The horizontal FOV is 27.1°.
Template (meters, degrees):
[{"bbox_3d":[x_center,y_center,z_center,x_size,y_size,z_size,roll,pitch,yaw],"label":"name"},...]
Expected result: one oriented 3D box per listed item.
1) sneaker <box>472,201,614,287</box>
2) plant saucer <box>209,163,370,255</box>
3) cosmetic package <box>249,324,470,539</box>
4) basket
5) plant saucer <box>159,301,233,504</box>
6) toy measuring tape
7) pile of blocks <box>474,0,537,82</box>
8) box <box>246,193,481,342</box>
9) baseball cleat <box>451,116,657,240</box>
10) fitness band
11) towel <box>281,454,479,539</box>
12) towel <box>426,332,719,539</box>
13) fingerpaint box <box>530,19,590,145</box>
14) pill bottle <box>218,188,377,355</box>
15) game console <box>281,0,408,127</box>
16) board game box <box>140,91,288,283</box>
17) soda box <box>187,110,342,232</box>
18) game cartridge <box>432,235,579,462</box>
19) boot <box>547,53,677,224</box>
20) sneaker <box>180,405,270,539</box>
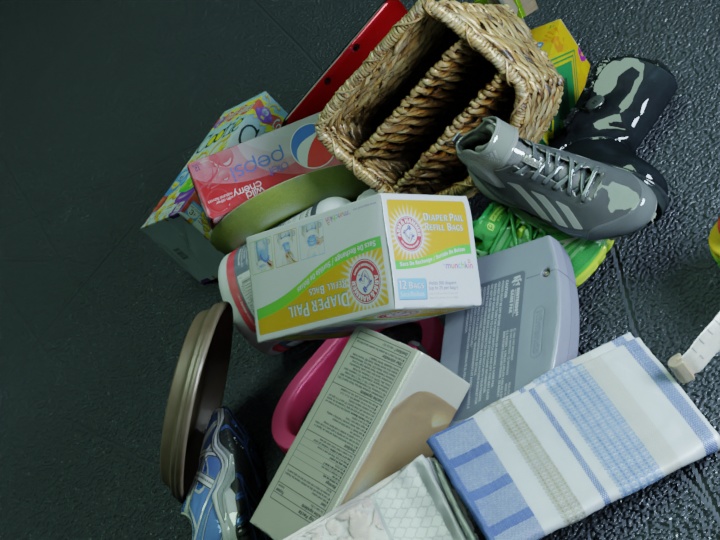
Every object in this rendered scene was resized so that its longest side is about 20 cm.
[{"bbox_3d":[0.145,-0.020,1.394,0.199,0.084,0.074,-4,41,45],"label":"sneaker"},{"bbox_3d":[-0.066,-0.056,1.627,0.199,0.200,0.031,-29,76,20],"label":"plant saucer"},{"bbox_3d":[-0.001,0.159,1.295,0.105,0.071,0.201,22,81,54],"label":"cosmetic package"},{"bbox_3d":[0.079,-0.148,1.443,0.200,0.148,0.143,-44,69,33],"label":"basket"},{"bbox_3d":[-0.161,0.127,1.466,0.029,0.201,0.201,11,45,4],"label":"plant saucer"},{"bbox_3d":[0.297,0.005,1.210,0.200,0.074,0.073,-49,31,-14],"label":"toy measuring tape"},{"bbox_3d":[0.133,-0.251,1.565,0.062,0.082,0.201,-17,38,28],"label":"pile of blocks"},{"bbox_3d":[0.000,0.000,1.366,0.199,0.112,0.102,-15,79,47],"label":"box"},{"bbox_3d":[0.161,-0.082,1.319,0.199,0.106,0.070,14,73,41],"label":"baseball cleat"},{"bbox_3d":[-0.004,0.104,1.450,0.200,0.037,0.143,-48,31,-14],"label":"fitness band"},{"bbox_3d":[0.016,0.265,1.154,0.190,0.032,0.201,-34,51,6],"label":"towel"},{"bbox_3d":[0.165,0.134,1.169,0.199,0.024,0.147,-26,40,-7],"label":"towel"},{"bbox_3d":[0.132,-0.166,1.609,0.199,0.073,0.168,-15,38,36],"label":"fingerpaint box"},{"bbox_3d":[-0.036,-0.006,1.546,0.199,0.120,0.120,-28,32,20],"label":"pill bottle"},{"bbox_3d":[-0.010,-0.206,1.732,0.200,0.119,0.172,-49,18,-4],"label":"game console"},{"bbox_3d":[-0.154,-0.100,1.800,0.103,0.105,0.201,-17,36,54],"label":"board game box"},{"bbox_3d":[-0.081,-0.113,1.603,0.199,0.071,0.063,-22,-9,-6],"label":"soda box"},{"bbox_3d":[0.128,0.071,1.305,0.133,0.040,0.201,-21,48,41],"label":"game cartridge"},{"bbox_3d":[0.252,-0.132,1.426,0.169,0.076,0.200,-54,26,-14],"label":"boot"},{"bbox_3d":[-0.137,0.205,1.427,0.077,0.076,0.201,-29,30,13],"label":"sneaker"}]
